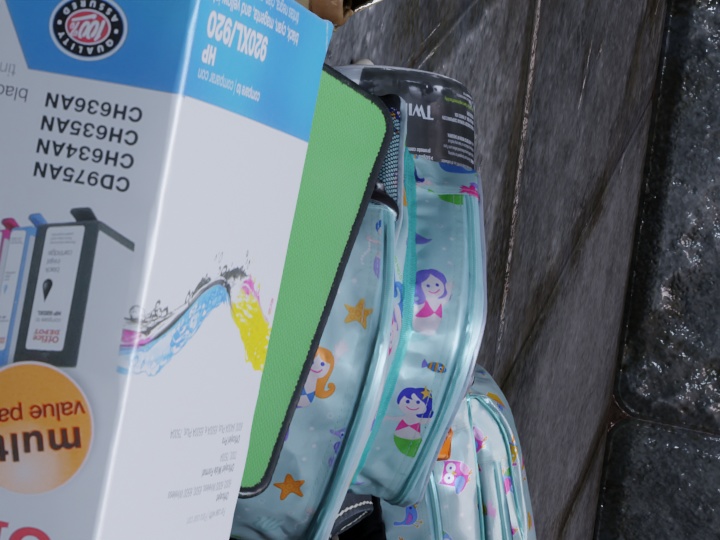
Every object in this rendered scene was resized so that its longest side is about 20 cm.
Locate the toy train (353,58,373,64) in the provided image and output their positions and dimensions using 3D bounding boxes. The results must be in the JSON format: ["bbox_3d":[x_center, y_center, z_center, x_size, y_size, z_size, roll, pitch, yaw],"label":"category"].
[{"bbox_3d":[0.017,-0.040,1.439,0.200,0.055,0.151,53,49,-72],"label":"toy train"}]

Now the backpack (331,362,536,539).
[{"bbox_3d":[0.036,0.129,1.358,0.167,0.126,0.201,-103,-178,-78],"label":"backpack"}]

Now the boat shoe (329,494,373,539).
[{"bbox_3d":[-0.056,0.149,1.125,0.200,0.060,0.076,-17,159,-47],"label":"boat shoe"}]

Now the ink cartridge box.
[{"bbox_3d":[-0.112,-0.003,0.712,0.145,0.147,0.201,12,89,-77],"label":"ink cartridge box"}]

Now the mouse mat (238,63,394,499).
[{"bbox_3d":[-0.076,-0.026,0.881,0.008,0.161,0.200,-36,-151,52],"label":"mouse mat"}]

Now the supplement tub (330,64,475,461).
[{"bbox_3d":[0.000,0.000,1.179,0.123,0.122,0.201,31,59,-76],"label":"supplement tub"}]

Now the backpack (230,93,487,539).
[{"bbox_3d":[-0.027,0.030,1.001,0.200,0.150,0.178,-80,-171,-54],"label":"backpack"}]

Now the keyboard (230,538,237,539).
[{"bbox_3d":[-0.079,0.127,0.962,0.040,0.104,0.200,-55,155,12],"label":"keyboard"}]

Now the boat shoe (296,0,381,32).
[{"bbox_3d":[-0.011,-0.164,1.175,0.200,0.074,0.076,-55,153,-61],"label":"boat shoe"}]
